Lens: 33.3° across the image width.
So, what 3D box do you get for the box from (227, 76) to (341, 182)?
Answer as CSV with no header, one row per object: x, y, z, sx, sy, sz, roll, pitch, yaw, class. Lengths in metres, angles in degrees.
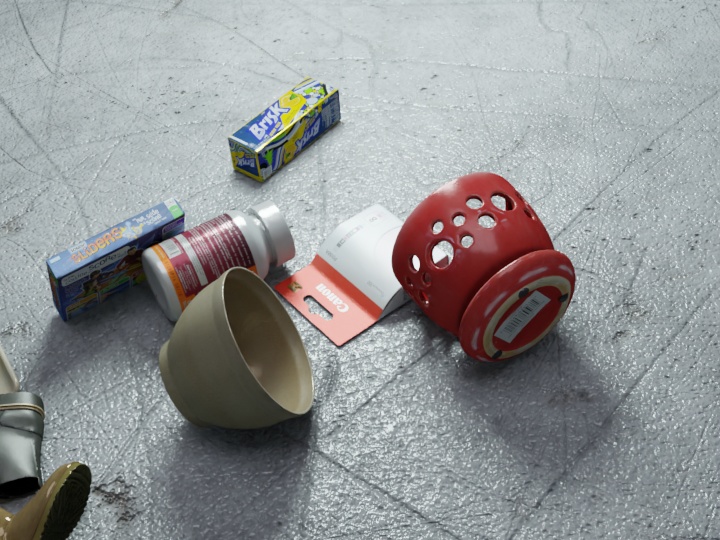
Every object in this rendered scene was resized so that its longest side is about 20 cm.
-0.121,-0.229,1.937,0.070,0.065,0.200,26,52,30,box

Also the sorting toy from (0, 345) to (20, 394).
-0.579,0.145,1.621,0.199,0.037,0.185,-26,46,-18,sorting toy

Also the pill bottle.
-0.198,-0.017,1.687,0.199,0.110,0.110,-26,46,-18,pill bottle

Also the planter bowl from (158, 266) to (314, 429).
-0.166,0.115,1.504,0.134,0.200,0.201,-27,39,18,planter bowl

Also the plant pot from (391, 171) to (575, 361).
0.167,0.004,1.559,0.199,0.201,0.183,-25,54,-19,plant pot

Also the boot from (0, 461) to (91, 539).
-0.436,0.279,1.412,0.198,0.066,0.176,16,66,23,boot

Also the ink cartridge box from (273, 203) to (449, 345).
0.000,0.000,1.689,0.199,0.057,0.162,-28,47,-27,ink cartridge box

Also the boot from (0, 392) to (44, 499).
-0.491,0.232,1.493,0.198,0.078,0.139,-14,48,-6,boot

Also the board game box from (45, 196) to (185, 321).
-0.339,-0.015,1.686,0.199,0.136,0.035,-29,70,-22,board game box
